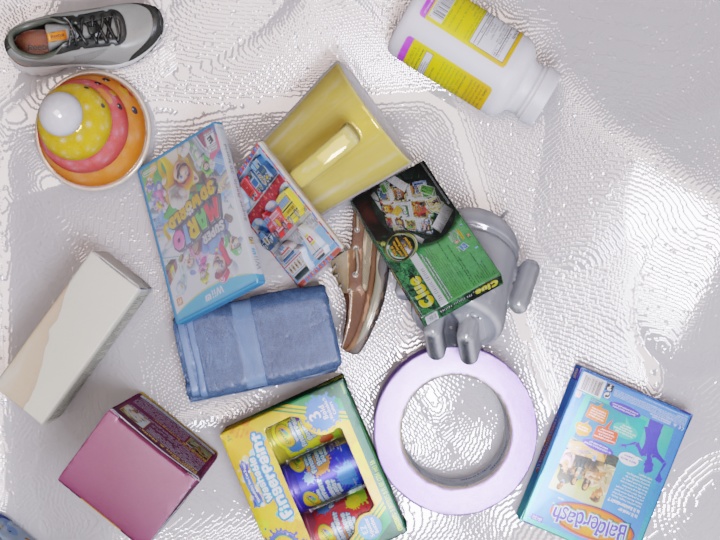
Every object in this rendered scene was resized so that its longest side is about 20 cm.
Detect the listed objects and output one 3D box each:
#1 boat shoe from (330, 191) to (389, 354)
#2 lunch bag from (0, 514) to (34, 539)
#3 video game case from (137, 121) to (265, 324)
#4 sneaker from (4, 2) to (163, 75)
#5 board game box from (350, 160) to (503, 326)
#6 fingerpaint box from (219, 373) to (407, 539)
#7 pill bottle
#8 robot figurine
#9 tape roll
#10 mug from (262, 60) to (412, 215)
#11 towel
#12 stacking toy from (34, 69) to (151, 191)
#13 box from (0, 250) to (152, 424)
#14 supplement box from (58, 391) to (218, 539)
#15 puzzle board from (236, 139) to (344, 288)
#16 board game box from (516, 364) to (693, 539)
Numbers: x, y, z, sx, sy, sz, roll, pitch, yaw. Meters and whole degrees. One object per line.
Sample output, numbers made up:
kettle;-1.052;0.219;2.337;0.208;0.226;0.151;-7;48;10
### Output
boat shoe;0.000;0.000;1.622;0.071;0.076;0.203;13;81;4
lunch bag;-0.443;0.402;1.625;0.199;0.076;0.161;40;93;-1
video game case;-0.192;-0.055;1.588;0.142;0.018;0.203;-25;75;34
sneaker;-0.335;-0.281;1.616;0.197;0.079;0.075;-12;89;-1
board game box;0.073;-0.034;1.537;0.104;0.024;0.201;-26;52;-5
fingerpaint box;-0.056;0.253;1.619;0.165;0.073;0.203;-23;90;1
pill bottle;0.138;-0.256;1.599;0.198;0.104;0.105;32;91;0
robot figurine;0.125;0.009;1.577;0.167;0.114;0.202;8;58;11
tape roll;0.114;0.191;1.622;0.196;0.066;0.204;0;91;1
mug;-0.047;-0.148;1.572;0.152;0.186;0.150;-36;66;9
towel;-0.125;0.088;1.631;0.197;0.049;0.114;-11;88;2
stacking toy;-0.328;-0.170;1.555;0.143;0.200;0.149;0;91;0
box;-0.344;0.079;1.611;0.077;0.095;0.201;36;89;1
supplement box;-0.253;0.228;1.558;0.130;0.200;0.104;39;90;1
puzzle board;-0.095;-0.059;1.559;0.017;0.200;0.151;-37;89;-21
board game box;0.297;0.238;1.631;0.150;0.045;0.203;23;90;0
